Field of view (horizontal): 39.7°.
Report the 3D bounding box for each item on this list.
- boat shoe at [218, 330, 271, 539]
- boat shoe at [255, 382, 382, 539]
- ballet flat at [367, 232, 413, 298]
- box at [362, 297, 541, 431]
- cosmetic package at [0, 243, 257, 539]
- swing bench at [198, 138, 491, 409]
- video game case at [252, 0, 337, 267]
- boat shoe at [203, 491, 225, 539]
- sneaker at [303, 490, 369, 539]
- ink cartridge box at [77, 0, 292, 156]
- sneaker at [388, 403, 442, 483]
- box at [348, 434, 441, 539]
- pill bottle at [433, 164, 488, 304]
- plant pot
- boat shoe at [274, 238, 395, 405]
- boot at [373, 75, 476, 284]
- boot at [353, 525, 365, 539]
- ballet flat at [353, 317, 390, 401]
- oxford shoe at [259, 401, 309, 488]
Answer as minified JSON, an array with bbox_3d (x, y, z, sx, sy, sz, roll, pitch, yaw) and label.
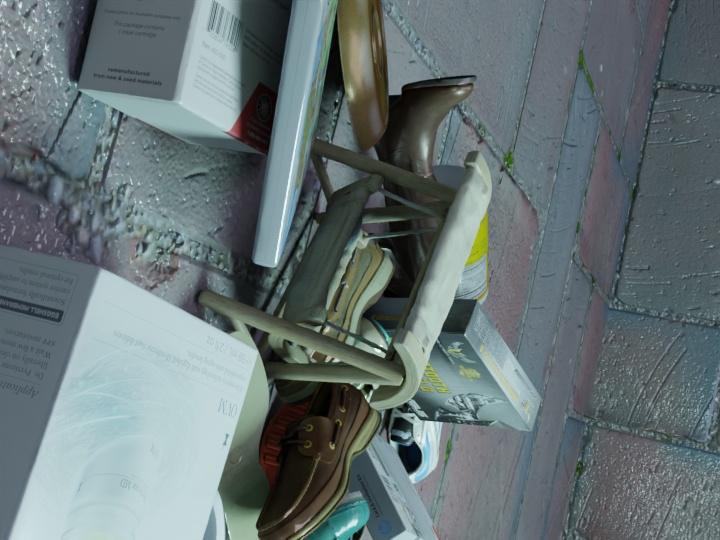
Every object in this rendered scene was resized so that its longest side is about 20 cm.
[{"bbox_3d":[-0.117,0.143,0.843,0.073,0.063,0.203,-23,119,-44],"label":"boat shoe"},{"bbox_3d":[-0.046,0.163,0.867,0.068,0.072,0.200,54,33,-12],"label":"boat shoe"},{"bbox_3d":[0.051,0.023,1.160,0.200,0.067,0.047,50,14,-41],"label":"ballet flat"},{"bbox_3d":[0.099,0.109,1.148,0.200,0.157,0.049,53,50,-40],"label":"box"},{"bbox_3d":[-0.178,0.110,0.605,0.199,0.122,0.201,41,64,-64],"label":"cosmetic package"},{"bbox_3d":[0.000,0.000,0.875,0.130,0.199,0.200,70,38,-50],"label":"swing bench"},{"bbox_3d":[-0.043,-0.131,0.747,0.182,0.022,0.201,-81,-177,-61],"label":"video game case"},{"bbox_3d":[-0.143,0.252,0.828,0.065,0.073,0.201,-34,141,-65],"label":"boat shoe"},{"bbox_3d":[-0.058,0.280,0.883,0.200,0.080,0.071,-43,161,9],"label":"sneaker"},{"bbox_3d":[-0.104,-0.198,0.697,0.147,0.082,0.202,21,80,-68],"label":"ink cartridge box"},{"bbox_3d":[0.071,0.181,1.288,0.072,0.071,0.202,-17,112,-56],"label":"sneaker"},{"bbox_3d":[0.029,0.252,1.136,0.156,0.041,0.200,61,6,28],"label":"box"},{"bbox_3d":[0.103,-0.020,1.224,0.109,0.108,0.201,-51,145,-48],"label":"pill bottle"},{"bbox_3d":[0.005,-0.212,0.931,0.200,0.027,0.202,-4,90,-82],"label":"plant pot"},{"bbox_3d":[-0.039,0.038,0.990,0.076,0.071,0.201,51,49,-28],"label":"boat shoe"},{"bbox_3d":[0.075,-0.087,1.010,0.064,0.186,0.202,-10,91,-24],"label":"boot"},{"bbox_3d":[-0.033,0.308,1.041,0.182,0.072,0.201,-45,151,-54],"label":"boot"},{"bbox_3d":[-0.002,0.110,1.091,0.200,0.069,0.070,80,28,-63],"label":"ballet flat"},{"bbox_3d":[-0.066,0.200,0.989,0.201,0.071,0.073,-64,163,-16],"label":"oxford shoe"}]
